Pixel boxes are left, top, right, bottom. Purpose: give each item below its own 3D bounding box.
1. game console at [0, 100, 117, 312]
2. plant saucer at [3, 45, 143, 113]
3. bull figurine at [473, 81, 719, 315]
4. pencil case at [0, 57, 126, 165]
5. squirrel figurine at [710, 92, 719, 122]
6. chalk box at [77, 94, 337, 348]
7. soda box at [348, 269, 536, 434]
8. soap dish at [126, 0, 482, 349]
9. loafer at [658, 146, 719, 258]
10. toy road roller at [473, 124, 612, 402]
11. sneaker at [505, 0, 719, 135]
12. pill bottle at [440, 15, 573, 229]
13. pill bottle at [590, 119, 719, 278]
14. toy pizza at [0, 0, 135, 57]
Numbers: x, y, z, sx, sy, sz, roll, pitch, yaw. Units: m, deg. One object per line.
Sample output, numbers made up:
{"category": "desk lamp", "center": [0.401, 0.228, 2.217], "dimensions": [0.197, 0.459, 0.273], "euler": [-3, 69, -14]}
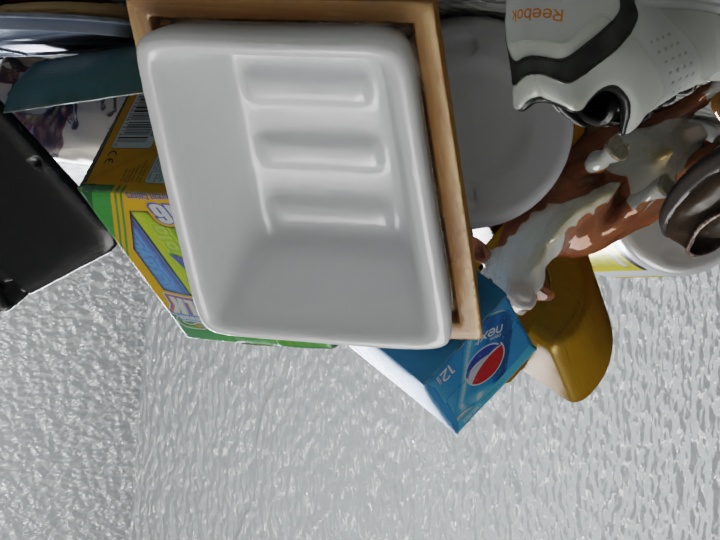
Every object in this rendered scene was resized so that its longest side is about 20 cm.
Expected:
{"category": "game console", "center": [-0.257, -0.085, 1.491], "dimensions": [0.116, 0.200, 0.176], "euler": [-37, -161, 10]}
{"category": "plant saucer", "center": [-0.103, -0.115, 1.279], "dimensions": [0.198, 0.028, 0.200], "euler": [-8, -176, 1]}
{"category": "bull figurine", "center": [0.148, -0.048, 1.330], "dimensions": [0.200, 0.065, 0.121], "euler": [-38, -176, -40]}
{"category": "pencil case", "center": [-0.155, -0.103, 1.550], "dimensions": [0.198, 0.079, 0.089], "euler": [5, -169, 0]}
{"category": "squirrel figurine", "center": [0.304, -0.018, 1.370], "dimensions": [0.140, 0.189, 0.200], "euler": [5, 178, -17]}
{"category": "chalk box", "center": [-0.062, -0.033, 1.443], "dimensions": [0.123, 0.126, 0.200], "euler": [3, 144, 33]}
{"category": "soda box", "center": [0.000, 0.000, 1.258], "dimensions": [0.200, 0.068, 0.064], "euler": [38, 169, 35]}
{"category": "soap dish", "center": [-0.021, -0.058, 1.146], "dimensions": [0.156, 0.201, 0.081], "euler": [3, -142, 18]}
{"category": "loafer", "center": [0.248, -0.049, 1.221], "dimensions": [0.199, 0.072, 0.073], "euler": [-30, 166, 35]}
{"category": "toy road roller", "center": [0.117, -0.007, 1.467], "dimensions": [0.146, 0.200, 0.123], "euler": [34, 164, 30]}
{"category": "sneaker", "center": [0.120, -0.099, 1.043], "dimensions": [0.073, 0.081, 0.199], "euler": [1, 178, 36]}
{"category": "pill bottle", "center": [0.043, -0.078, 1.302], "dimensions": [0.112, 0.115, 0.200], "euler": [5, 178, -11]}
{"category": "pill bottle", "center": [0.207, -0.051, 1.714], "dimensions": [0.113, 0.116, 0.200], "euler": [5, 178, -13]}
{"category": "toy pizza", "center": [-0.212, -0.137, 1.227], "dimensions": [0.198, 0.032, 0.200], "euler": [-1, -179, 0]}
